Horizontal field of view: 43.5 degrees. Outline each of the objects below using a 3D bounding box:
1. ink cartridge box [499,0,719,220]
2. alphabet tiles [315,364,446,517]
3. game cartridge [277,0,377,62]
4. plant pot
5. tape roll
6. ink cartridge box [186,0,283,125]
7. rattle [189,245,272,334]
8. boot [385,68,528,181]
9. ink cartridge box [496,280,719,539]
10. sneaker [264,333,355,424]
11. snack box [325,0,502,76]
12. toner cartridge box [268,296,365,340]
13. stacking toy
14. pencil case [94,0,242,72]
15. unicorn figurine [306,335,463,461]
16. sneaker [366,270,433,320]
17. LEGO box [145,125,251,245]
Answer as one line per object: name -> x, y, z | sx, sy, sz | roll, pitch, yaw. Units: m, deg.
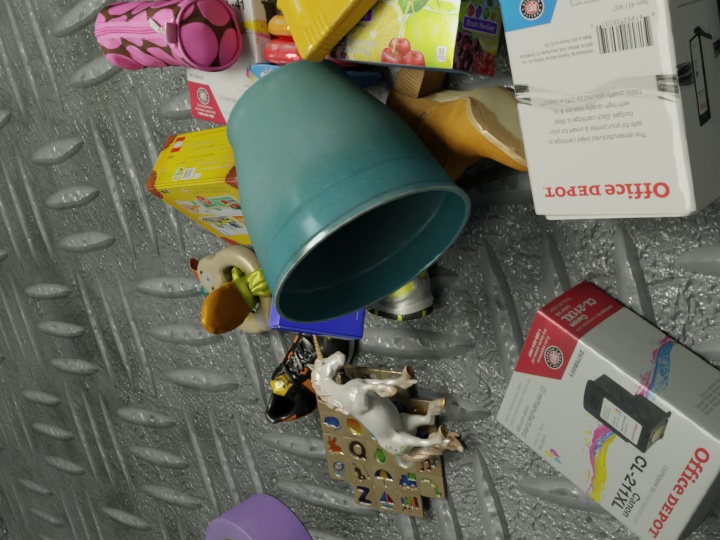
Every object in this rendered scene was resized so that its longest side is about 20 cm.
ink cartridge box -> 0.201, -0.149, 0.710 | 0.145, 0.084, 0.202 | 3, 112, 47
alphabet tiles -> 0.024, 0.211, 1.116 | 0.165, 0.006, 0.202 | 3, 112, 30
game cartridge -> -0.016, -0.314, 0.785 | 0.200, 0.032, 0.178 | -39, 64, 36
plant pot -> -0.028, -0.086, 0.842 | 0.189, 0.198, 0.200 | 61, 142, 22
tape roll -> -0.151, 0.460, 1.413 | 0.199, 0.085, 0.202 | 24, 125, 38
ink cartridge box -> -0.132, -0.269, 1.025 | 0.147, 0.085, 0.202 | 20, 124, 42
rattle -> -0.211, 0.039, 1.233 | 0.199, 0.143, 0.131 | 17, 140, 36
boot -> 0.095, -0.113, 0.869 | 0.201, 0.070, 0.145 | 46, 142, 30
ink cartridge box -> 0.238, 0.130, 0.810 | 0.200, 0.082, 0.147 | 38, 133, 30
sneaker -> -0.070, 0.124, 1.147 | 0.070, 0.090, 0.201 | 43, 136, 25
snack box -> 0.049, -0.281, 0.793 | 0.168, 0.067, 0.203 | 16, 104, 43
toner cartridge box -> -0.036, -0.032, 0.957 | 0.043, 0.094, 0.203 | 163, 115, -68
stacking toy -> -0.042, -0.287, 0.918 | 0.115, 0.109, 0.203 | 19, 111, 42
pencil case -> -0.218, -0.260, 0.987 | 0.199, 0.093, 0.092 | 12, 117, 48
unicorn figurine -> 0.020, 0.152, 1.040 | 0.137, 0.074, 0.201 | -26, 100, 43
sneaker -> 0.000, 0.000, 1.032 | 0.198, 0.075, 0.077 | 10, 108, 35
LEGO box -> -0.133, -0.096, 1.058 | 0.199, 0.078, 0.149 | 2, 155, 47
